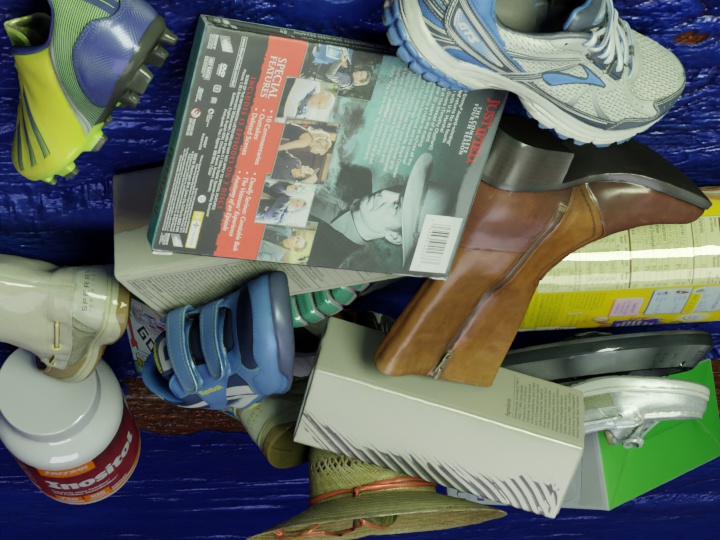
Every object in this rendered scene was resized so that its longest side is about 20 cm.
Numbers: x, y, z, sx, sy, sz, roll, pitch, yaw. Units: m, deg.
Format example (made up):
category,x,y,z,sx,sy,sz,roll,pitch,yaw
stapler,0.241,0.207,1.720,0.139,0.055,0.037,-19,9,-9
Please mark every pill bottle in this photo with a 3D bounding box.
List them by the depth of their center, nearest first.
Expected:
category,x,y,z,sx,sy,sz,roll,pitch,yaw
pill bottle,-0.261,0.132,1.414,0.113,0.113,0.200,-4,159,-1

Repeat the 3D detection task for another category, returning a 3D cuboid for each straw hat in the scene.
category,x,y,z,sx,sy,sz,roll,pitch,yaw
straw hat,0.006,0.154,1.208,0.201,0.085,0.201,-5,165,-1

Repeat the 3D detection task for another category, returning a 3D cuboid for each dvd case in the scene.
category,x,y,z,sx,sy,sz,roll,pitch,yaw
dvd case,-0.017,-0.069,0.959,0.200,0.022,0.146,6,116,-23

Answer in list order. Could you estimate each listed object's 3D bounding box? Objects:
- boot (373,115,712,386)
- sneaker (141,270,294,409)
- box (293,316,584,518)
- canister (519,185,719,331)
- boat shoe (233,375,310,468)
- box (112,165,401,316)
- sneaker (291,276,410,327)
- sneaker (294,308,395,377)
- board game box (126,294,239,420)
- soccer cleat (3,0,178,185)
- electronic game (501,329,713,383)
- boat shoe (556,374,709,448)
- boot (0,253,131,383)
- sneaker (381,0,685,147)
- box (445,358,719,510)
category,x,y,z,sx,sy,sz,roll,pitch,yaw
boot,0.126,0.004,1.084,0.188,0.069,0.200,4,123,-35
sneaker,-0.096,0.055,1.096,0.082,0.074,0.200,4,159,-19
box,0.058,0.105,1.152,0.200,0.082,0.068,17,118,0
canister,0.210,-0.008,1.192,0.200,0.087,0.149,-3,161,0
boat shoe,-0.006,0.101,1.283,0.200,0.063,0.073,-17,137,-34
box,-0.060,-0.031,1.086,0.200,0.078,0.095,-9,159,11
sneaker,0.000,0.000,1.192,0.200,0.075,0.087,-21,158,34
sneaker,-0.037,0.063,1.351,0.092,0.076,0.200,-9,149,43
board game box,-0.127,0.070,1.315,0.134,0.029,0.200,26,159,7
soccer cleat,-0.170,-0.111,0.911,0.084,0.065,0.200,34,151,-13
electronic game,0.184,0.071,1.287,0.200,0.042,0.200,-6,171,-1
boat shoe,0.168,0.118,1.226,0.202,0.065,0.074,-7,172,5
boot,-0.269,0.032,1.218,0.154,0.072,0.200,8,161,-20
sneaker,0.115,-0.128,0.886,0.200,0.077,0.085,9,151,-33
box,0.197,0.141,1.434,0.176,0.097,0.200,-6,-175,41
